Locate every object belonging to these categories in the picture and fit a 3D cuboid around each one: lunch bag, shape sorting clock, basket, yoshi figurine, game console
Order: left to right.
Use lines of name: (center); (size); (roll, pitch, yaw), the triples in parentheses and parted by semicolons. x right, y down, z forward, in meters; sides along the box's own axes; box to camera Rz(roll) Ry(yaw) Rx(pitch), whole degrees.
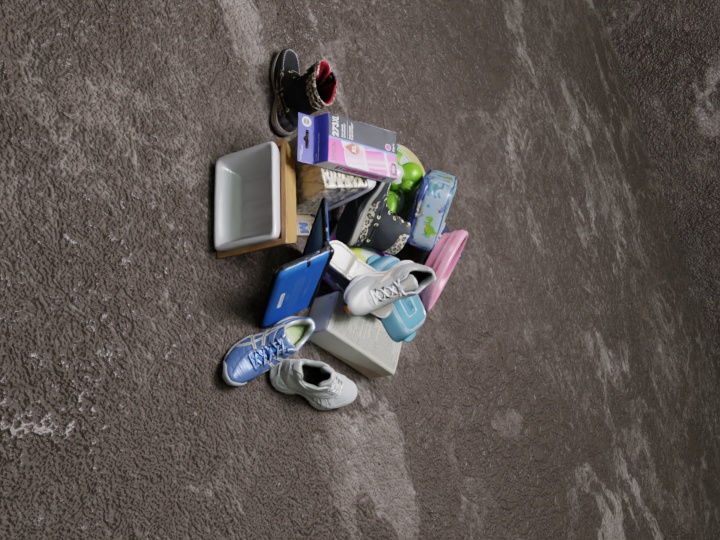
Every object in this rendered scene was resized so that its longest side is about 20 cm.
game console: (-0.125, -0.013, 1.226); (0.170, 0.200, 0.118); (-25, 67, -30)
basket: (-0.086, -0.195, 1.295); (0.123, 0.200, 0.136); (-9, 83, -41)
shape sorting clock: (0.086, -0.206, 1.588); (0.200, 0.039, 0.201); (8, 75, -33)
yoshi figurine: (0.093, -0.176, 1.505); (0.112, 0.112, 0.200); (29, 62, -44)
lunch bag: (0.155, -0.136, 1.486); (0.200, 0.082, 0.161); (-60, 167, -68)

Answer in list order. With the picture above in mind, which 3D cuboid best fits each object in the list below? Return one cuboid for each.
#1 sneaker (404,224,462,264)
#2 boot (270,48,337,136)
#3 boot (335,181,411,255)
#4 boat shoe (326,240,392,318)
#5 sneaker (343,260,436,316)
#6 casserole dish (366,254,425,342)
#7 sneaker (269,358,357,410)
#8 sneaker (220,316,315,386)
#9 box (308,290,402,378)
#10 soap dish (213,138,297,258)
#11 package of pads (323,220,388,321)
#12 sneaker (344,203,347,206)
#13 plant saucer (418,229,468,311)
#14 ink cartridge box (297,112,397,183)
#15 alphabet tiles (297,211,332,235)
sneaker: (0.182, -0.036, 1.610); (0.109, 0.070, 0.200); (51, 45, -19)
boot: (-0.118, -0.390, 1.363); (0.073, 0.150, 0.201); (20, 64, -39)
boot: (0.049, -0.129, 1.362); (0.154, 0.073, 0.204); (16, 105, -44)
boat shoe: (-0.013, 0.018, 1.321); (0.200, 0.063, 0.073); (47, 65, -21)
sneaker: (0.059, 0.031, 1.272); (0.200, 0.092, 0.076); (-27, 105, -30)
casserole dish: (0.077, 0.055, 1.398); (0.121, 0.039, 0.200); (-33, 99, -48)
sneaker: (-0.070, 0.216, 1.258); (0.200, 0.099, 0.078); (23, 62, -38)
sneaker: (-0.165, 0.136, 1.193); (0.200, 0.077, 0.076); (-37, 97, -33)
box: (-0.012, 0.135, 1.357); (0.200, 0.078, 0.095); (38, 53, -30)
soap dish: (-0.190, -0.126, 1.217); (0.081, 0.157, 0.201); (23, 60, -57)
package of pads: (0.000, 0.000, 1.418); (0.200, 0.068, 0.155); (50, 47, -21)
sneaker: (-0.048, -0.204, 1.418); (0.081, 0.077, 0.200); (-7, 62, -28)
plant saucer: (0.175, -0.006, 1.480); (0.051, 0.201, 0.201); (27, 49, 11)
ink cartridge box: (-0.021, -0.227, 1.211); (0.200, 0.037, 0.095); (8, 75, -30)
alphabet tiles: (-0.141, -0.153, 1.370); (0.200, 0.006, 0.167); (-2, 79, -45)
